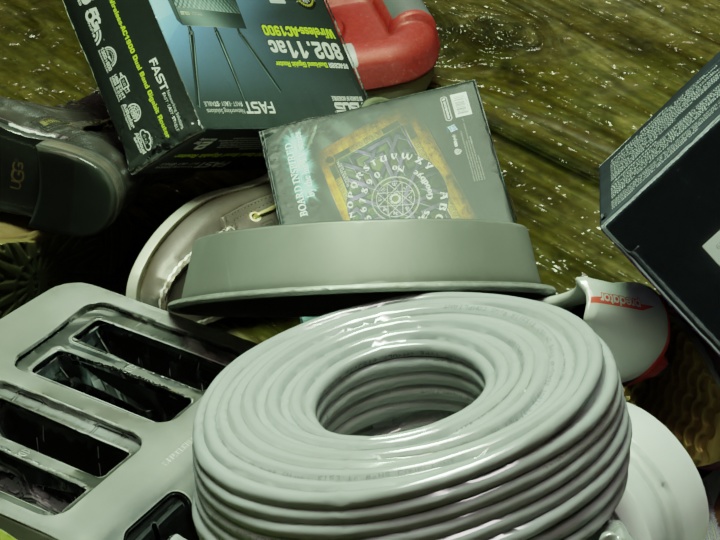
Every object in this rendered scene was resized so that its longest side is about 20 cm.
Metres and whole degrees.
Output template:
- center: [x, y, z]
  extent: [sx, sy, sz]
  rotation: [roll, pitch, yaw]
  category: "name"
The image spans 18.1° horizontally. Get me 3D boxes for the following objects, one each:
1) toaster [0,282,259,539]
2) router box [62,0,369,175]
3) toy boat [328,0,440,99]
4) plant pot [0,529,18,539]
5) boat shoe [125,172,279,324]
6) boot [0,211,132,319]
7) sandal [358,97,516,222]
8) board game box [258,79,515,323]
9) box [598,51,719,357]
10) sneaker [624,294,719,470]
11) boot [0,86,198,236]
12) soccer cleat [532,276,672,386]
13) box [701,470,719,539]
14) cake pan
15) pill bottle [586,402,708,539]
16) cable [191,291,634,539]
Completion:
- center: [-0.135, 0.110, 1.123]
  extent: [0.199, 0.119, 0.181]
  rotation: [19, 38, 30]
  category: "toaster"
- center: [-0.088, -0.140, 1.396]
  extent: [0.062, 0.150, 0.200]
  rotation: [-29, -11, 31]
  category: "router box"
- center: [-0.047, -0.179, 1.551]
  extent: [0.199, 0.131, 0.131]
  rotation: [-10, 33, -11]
  category: "toy boat"
- center: [-0.164, 0.210, 0.908]
  extent: [0.199, 0.185, 0.201]
  rotation: [-2, 32, 1]
  category: "plant pot"
- center: [-0.058, -0.014, 1.356]
  extent: [0.059, 0.072, 0.200]
  rotation: [18, 32, 33]
  category: "boat shoe"
- center: [-0.266, -0.026, 1.398]
  extent: [0.199, 0.066, 0.175]
  rotation: [23, 28, 33]
  category: "boot"
- center: [0.064, -0.043, 1.366]
  extent: [0.080, 0.057, 0.201]
  rotation: [8, 33, -41]
  category: "sandal"
- center: [0.024, -0.010, 1.294]
  extent: [0.135, 0.028, 0.201]
  rotation: [-13, 58, 0]
  category: "board game box"
- center: [0.205, -0.022, 1.145]
  extent: [0.104, 0.148, 0.200]
  rotation: [-43, 3, 11]
  category: "box"
- center: [0.179, 0.054, 1.199]
  extent: [0.090, 0.075, 0.200]
  rotation: [9, 15, -18]
  category: "sneaker"
- center: [-0.188, -0.084, 1.400]
  extent: [0.199, 0.069, 0.174]
  rotation: [24, 25, 13]
  category: "boot"
- center: [0.066, 0.057, 1.150]
  extent: [0.200, 0.085, 0.069]
  rotation: [-29, 58, 31]
  category: "soccer cleat"
- center: [0.231, 0.135, 1.060]
  extent: [0.137, 0.039, 0.200]
  rotation: [-41, 26, 21]
  category: "box"
- center: [0.000, 0.000, 1.160]
  extent: [0.199, 0.037, 0.200]
  rotation: [-3, -4, 0]
  category: "cake pan"
- center: [0.065, 0.145, 1.057]
  extent: [0.116, 0.116, 0.200]
  rotation: [26, 42, 37]
  category: "pill bottle"
- center: [0.020, 0.076, 1.000]
  extent: [0.199, 0.070, 0.200]
  rotation: [-8, 24, 8]
  category: "cable"
